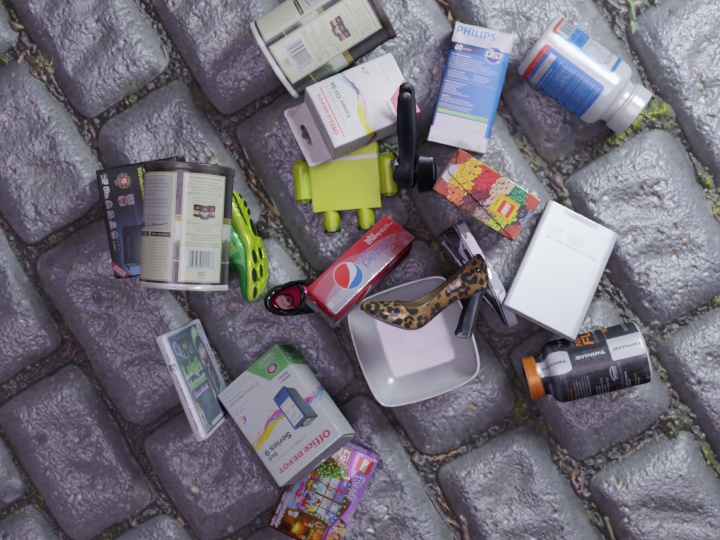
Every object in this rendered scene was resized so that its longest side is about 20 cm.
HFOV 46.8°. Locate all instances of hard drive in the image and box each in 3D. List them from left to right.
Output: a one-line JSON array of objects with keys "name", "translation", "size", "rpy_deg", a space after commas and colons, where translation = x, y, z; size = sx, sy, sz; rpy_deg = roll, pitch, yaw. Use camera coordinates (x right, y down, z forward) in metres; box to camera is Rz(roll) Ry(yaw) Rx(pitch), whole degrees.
[{"name": "hard drive", "translation": [0.333, -0.001, 1.387], "size": [0.132, 0.025, 0.200], "rpy_deg": [27, 76, -1]}]

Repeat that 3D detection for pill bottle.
[{"name": "pill bottle", "translation": [0.374, 0.159, 1.394], "size": [0.200, 0.106, 0.106], "rpy_deg": [-15, 93, 7]}, {"name": "pill bottle", "translation": [0.366, -0.312, 1.353], "size": [0.200, 0.112, 0.112], "rpy_deg": [37, 98, 2]}]

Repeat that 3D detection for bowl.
[{"name": "bowl", "translation": [0.094, 0.119, 1.438], "size": [0.199, 0.075, 0.200], "rpy_deg": [-19, 92, 8]}]

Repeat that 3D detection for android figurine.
[{"name": "android figurine", "translation": [-0.027, -0.167, 1.445], "size": [0.182, 0.041, 0.201], "rpy_deg": [-2, 96, 7]}]

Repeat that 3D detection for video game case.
[{"name": "video game case", "translation": [-0.277, 0.181, 1.420], "size": [0.023, 0.200, 0.182], "rpy_deg": [-22, 92, 6]}]

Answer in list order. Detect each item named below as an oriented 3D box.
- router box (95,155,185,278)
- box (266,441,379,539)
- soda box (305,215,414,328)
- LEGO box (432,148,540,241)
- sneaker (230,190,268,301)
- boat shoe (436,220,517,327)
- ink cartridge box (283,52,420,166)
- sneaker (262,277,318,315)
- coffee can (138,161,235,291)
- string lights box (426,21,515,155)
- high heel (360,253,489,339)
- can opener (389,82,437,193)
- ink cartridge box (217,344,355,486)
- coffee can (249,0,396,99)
[{"name": "router box", "translation": [-0.373, -0.093, 1.477], "size": [0.149, 0.062, 0.201], "rpy_deg": [-9, 94, 6]}, {"name": "box", "translation": [-0.067, 0.395, 1.496], "size": [0.137, 0.039, 0.200], "rpy_deg": [24, 97, 3]}, {"name": "soda box", "translation": [0.000, 0.000, 1.394], "size": [0.070, 0.063, 0.200], "rpy_deg": [40, 68, 14]}, {"name": "LEGO box", "translation": [0.200, -0.122, 1.342], "size": [0.149, 0.200, 0.077], "rpy_deg": [33, 98, 2]}, {"name": "sneaker", "translation": [-0.221, -0.041, 1.467], "size": [0.083, 0.074, 0.200], "rpy_deg": [-18, 88, 22]}, {"name": "boat shoe", "translation": [0.197, 0.015, 1.419], "size": [0.068, 0.072, 0.200], "rpy_deg": [-30, 88, 6]}, {"name": "ink cartridge box", "translation": [-0.017, -0.266, 1.389], "size": [0.200, 0.068, 0.117], "rpy_deg": [-25, 84, -9]}, {"name": "sneaker", "translation": [-0.075, 0.045, 1.445], "size": [0.200, 0.084, 0.077], "rpy_deg": [-16, 94, 7]}, {"name": "coffee can", "translation": [-0.285, -0.070, 1.363], "size": [0.146, 0.146, 0.201], "rpy_deg": [4, 91, 6]}, {"name": "string lights box", "translation": [0.185, -0.304, 1.400], "size": [0.103, 0.059, 0.200], "rpy_deg": [14, 96, 4]}, {"name": "high heel", "translation": [0.106, 0.027, 1.352], "size": [0.199, 0.071, 0.143], "rpy_deg": [10, 103, -11]}, {"name": "can opener", "translation": [0.080, -0.216, 1.362], "size": [0.078, 0.063, 0.200], "rpy_deg": [-7, 128, 4]}, {"name": "ink cartridge box", "translation": [-0.128, 0.250, 1.442], "size": [0.145, 0.087, 0.200], "rpy_deg": [-40, 74, 8]}, {"name": "coffee can", "translation": [-0.062, -0.399, 1.375], "size": [0.200, 0.146, 0.147], "rpy_deg": [-30, 91, 8]}]
